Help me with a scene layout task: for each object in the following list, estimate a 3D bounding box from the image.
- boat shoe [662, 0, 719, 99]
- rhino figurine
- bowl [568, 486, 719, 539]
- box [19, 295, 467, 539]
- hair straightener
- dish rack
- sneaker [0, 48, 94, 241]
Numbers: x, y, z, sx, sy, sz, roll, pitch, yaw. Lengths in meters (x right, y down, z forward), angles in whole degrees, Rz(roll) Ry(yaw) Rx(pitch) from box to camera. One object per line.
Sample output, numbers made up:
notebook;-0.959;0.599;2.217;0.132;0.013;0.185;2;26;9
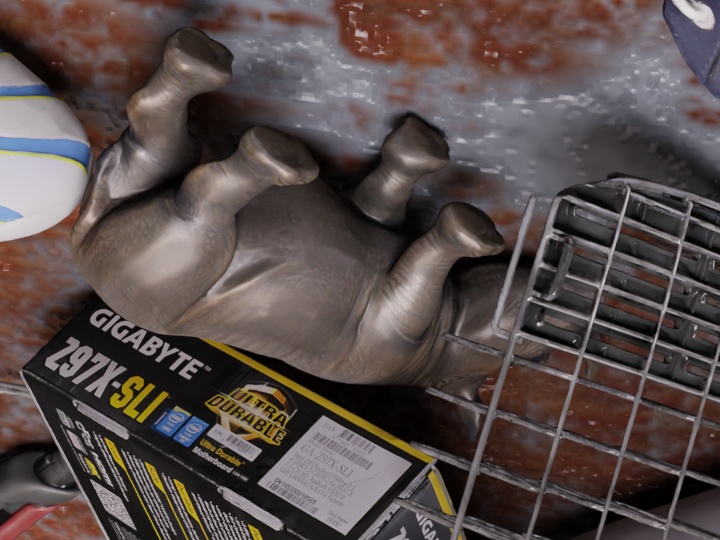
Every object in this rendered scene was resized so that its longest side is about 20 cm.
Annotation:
boat shoe;0.101;-0.099;0.695;0.092;0.075;0.200;-29;126;26
rhino figurine;0.000;0.000;0.834;0.199;0.060;0.087;22;126;-35
bowl;0.157;0.138;0.950;0.199;0.075;0.200;-22;130;31
box;-0.018;0.112;0.911;0.159;0.049;0.201;24;148;40
hair straightener;-0.166;0.091;0.986;0.077;0.041;0.200;34;136;-24
dish rack;0.067;0.074;0.808;0.153;0.201;0.054;19;178;-41
sneaker;-0.155;-0.082;0.768;0.199;0.076;0.105;24;136;-14
